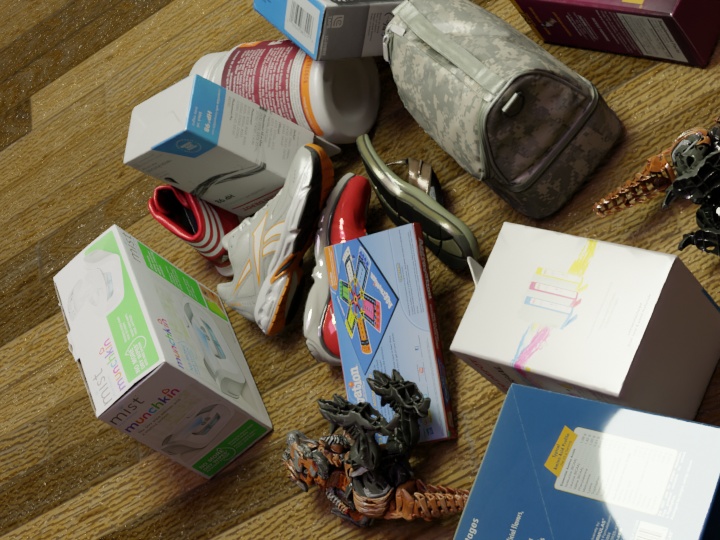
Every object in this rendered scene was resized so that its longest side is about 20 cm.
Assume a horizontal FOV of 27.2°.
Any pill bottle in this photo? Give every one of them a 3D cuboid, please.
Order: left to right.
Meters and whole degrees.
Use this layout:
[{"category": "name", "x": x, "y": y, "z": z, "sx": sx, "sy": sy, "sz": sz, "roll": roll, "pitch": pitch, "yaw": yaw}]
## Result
[{"category": "pill bottle", "x": -0.087, "y": -0.194, "z": 1.622, "sx": 0.198, "sy": 0.114, "sz": 0.115, "roll": 2, "pitch": 65, "yaw": 37}]

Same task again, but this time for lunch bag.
[{"category": "lunch bag", "x": 0.122, "y": -0.168, "z": 1.411, "sx": 0.139, "sy": 0.168, "sz": 0.200, "roll": -46, "pitch": 46, "yaw": 4}]

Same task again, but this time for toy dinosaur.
[{"category": "toy dinosaur", "x": 0.017, "y": 0.171, "z": 1.336, "sx": 0.198, "sy": 0.102, "sz": 0.137, "roll": 6, "pitch": 110, "yaw": 15}, {"category": "toy dinosaur", "x": 0.306, "y": -0.082, "z": 1.291, "sx": 0.200, "sy": 0.102, "sz": 0.136, "roll": -41, "pitch": 22, "yaw": 29}]

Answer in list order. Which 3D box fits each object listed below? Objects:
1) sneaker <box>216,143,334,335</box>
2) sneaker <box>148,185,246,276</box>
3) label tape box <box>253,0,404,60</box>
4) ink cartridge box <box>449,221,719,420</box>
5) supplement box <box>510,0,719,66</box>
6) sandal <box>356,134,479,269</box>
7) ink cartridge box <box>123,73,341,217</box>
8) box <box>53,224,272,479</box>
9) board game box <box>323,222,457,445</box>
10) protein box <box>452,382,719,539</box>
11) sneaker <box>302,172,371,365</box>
[{"category": "sneaker", "x": -0.093, "y": -0.039, "z": 1.499, "sx": 0.091, "sy": 0.076, "sz": 0.202, "roll": 24, "pitch": 107, "yaw": 17}, {"category": "sneaker", "x": -0.186, "y": -0.090, "z": 1.633, "sx": 0.078, "sy": 0.115, "sz": 0.200, "roll": -43, "pitch": 47, "yaw": 7}, {"category": "label tape box", "x": 0.010, "y": -0.277, "z": 1.536, "sx": 0.144, "sy": 0.198, "sz": 0.064, "roll": 45, "pitch": 134, "yaw": 45}, {"category": "ink cartridge box", "x": 0.184, "y": 0.052, "z": 1.259, "sx": 0.199, "sy": 0.128, "sz": 0.126, "roll": 13, "pitch": 72, "yaw": 42}, {"category": "supplement box", "x": 0.254, "y": -0.277, "z": 1.434, "sx": 0.199, "sy": 0.086, "sz": 0.111, "roll": 17, "pitch": 75, "yaw": 42}, {"category": "sandal", "x": 0.062, "y": -0.071, "z": 1.473, "sx": 0.057, "sy": 0.080, "sz": 0.201, "roll": -36, "pitch": 51, "yaw": -12}, {"category": "ink cartridge box", "x": -0.129, "y": -0.118, "z": 1.539, "sx": 0.115, "sy": 0.199, "sz": 0.067, "roll": -20, "pitch": 56, "yaw": 45}, {"category": "box", "x": -0.202, "y": 0.083, "z": 1.499, "sx": 0.096, "sy": 0.176, "sz": 0.201, "roll": -38, "pitch": 47, "yaw": 12}, {"category": "board game box", "x": 0.026, "y": 0.065, "z": 1.393, "sx": 0.102, "sy": 0.019, "sz": 0.202, "roll": -14, "pitch": 79, "yaw": 28}, {"category": "protein box", "x": 0.193, "y": 0.217, "z": 1.147, "sx": 0.199, "sy": 0.135, "sz": 0.200, "roll": 9, "pitch": 70, "yaw": 40}, {"category": "sneaker", "x": 0.000, "y": 0.000, "z": 1.482, "sx": 0.084, "sy": 0.077, "sz": 0.202, "roll": 0, "pitch": 69, "yaw": 18}]
